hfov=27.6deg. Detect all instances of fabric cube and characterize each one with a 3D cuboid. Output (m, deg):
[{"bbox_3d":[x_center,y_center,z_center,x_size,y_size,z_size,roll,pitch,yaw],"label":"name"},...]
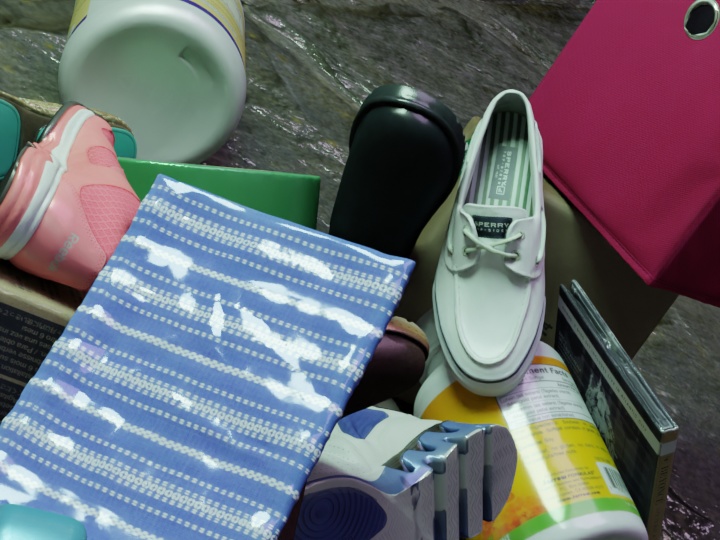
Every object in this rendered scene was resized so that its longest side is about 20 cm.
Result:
[{"bbox_3d":[0.263,-0.104,1.033,0.199,0.200,0.196,16,28,-41],"label":"fabric cube"}]

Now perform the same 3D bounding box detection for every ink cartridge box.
[{"bbox_3d":[-0.165,0.032,0.812,0.164,0.075,0.200,25,8,-23],"label":"ink cartridge box"}]

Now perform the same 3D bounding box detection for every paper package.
[{"bbox_3d":[0.112,0.021,1.099,0.190,0.200,0.104,27,22,-13],"label":"paper package"}]

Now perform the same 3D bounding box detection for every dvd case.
[{"bbox_3d":[0.165,0.128,0.993,0.016,0.201,0.149,-13,41,-13],"label":"dvd case"}]

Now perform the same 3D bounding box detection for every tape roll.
[{"bbox_3d":[-0.127,-0.050,0.983,0.199,0.048,0.200,5,3,0],"label":"tape roll"}]

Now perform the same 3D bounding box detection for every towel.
[{"bbox_3d":[-0.080,0.052,0.665,0.144,0.024,0.200,19,62,19],"label":"towel"}]

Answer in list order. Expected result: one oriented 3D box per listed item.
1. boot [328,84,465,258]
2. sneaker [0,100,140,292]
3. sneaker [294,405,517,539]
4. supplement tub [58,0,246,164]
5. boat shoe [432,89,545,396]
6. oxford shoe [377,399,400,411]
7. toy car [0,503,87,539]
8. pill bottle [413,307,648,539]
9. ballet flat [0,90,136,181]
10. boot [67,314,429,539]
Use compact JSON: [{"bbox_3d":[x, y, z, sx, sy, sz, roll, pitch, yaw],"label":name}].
[{"bbox_3d":[0.000,0.000,0.943,0.076,0.200,0.169,21,58,1],"label":"boot"},{"bbox_3d":[-0.152,-0.030,0.797,0.087,0.074,0.200,35,13,-11],"label":"sneaker"},{"bbox_3d":[-0.016,0.124,0.816,0.115,0.081,0.199,12,18,42],"label":"sneaker"},{"bbox_3d":[-0.166,-0.182,1.194,0.145,0.146,0.200,26,25,-18],"label":"supplement tub"},{"bbox_3d":[0.083,-0.023,0.943,0.073,0.067,0.201,0,66,7],"label":"boat shoe"},{"bbox_3d":[0.029,0.130,0.938,0.071,0.073,0.200,22,26,-24],"label":"oxford shoe"},{"bbox_3d":[-0.203,0.084,0.570,0.184,0.177,0.200,16,35,-12],"label":"toy car"},{"bbox_3d":[0.100,0.116,0.970,0.111,0.111,0.201,13,42,-40],"label":"pill bottle"},{"bbox_3d":[-0.252,-0.094,1.037,0.065,0.071,0.200,17,5,41],"label":"ballet flat"},{"bbox_3d":[-0.046,0.114,0.678,0.199,0.072,0.167,-15,58,-5],"label":"boot"}]
